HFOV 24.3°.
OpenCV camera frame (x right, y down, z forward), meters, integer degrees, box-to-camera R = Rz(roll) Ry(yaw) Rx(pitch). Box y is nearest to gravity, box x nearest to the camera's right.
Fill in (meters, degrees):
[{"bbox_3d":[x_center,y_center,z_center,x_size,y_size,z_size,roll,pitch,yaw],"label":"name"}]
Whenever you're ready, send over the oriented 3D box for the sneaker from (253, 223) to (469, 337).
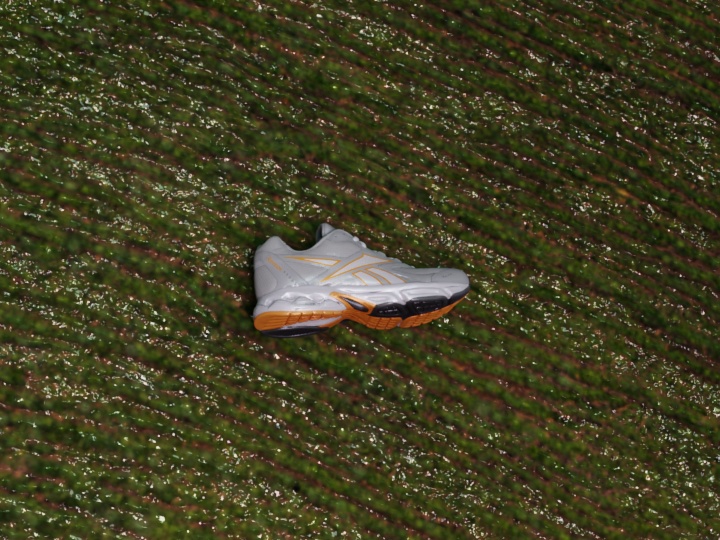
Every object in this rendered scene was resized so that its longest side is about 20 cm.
[{"bbox_3d":[0.000,0.000,1.472,0.199,0.076,0.093,-3,69,-19],"label":"sneaker"}]
